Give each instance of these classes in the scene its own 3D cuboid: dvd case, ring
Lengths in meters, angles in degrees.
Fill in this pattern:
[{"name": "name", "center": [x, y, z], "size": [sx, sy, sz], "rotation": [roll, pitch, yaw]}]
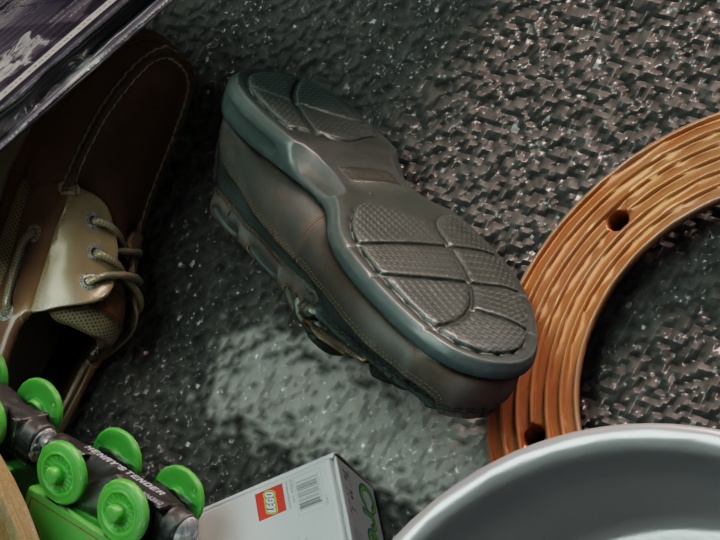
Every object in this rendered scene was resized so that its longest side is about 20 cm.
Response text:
[{"name": "dvd case", "center": [-0.149, -0.071, 1.037], "size": [0.149, 0.016, 0.200], "rotation": [-43, 18, -17]}, {"name": "ring", "center": [0.133, 0.033, 0.880], "size": [0.200, 0.019, 0.201], "rotation": [-14, 58, 24]}]

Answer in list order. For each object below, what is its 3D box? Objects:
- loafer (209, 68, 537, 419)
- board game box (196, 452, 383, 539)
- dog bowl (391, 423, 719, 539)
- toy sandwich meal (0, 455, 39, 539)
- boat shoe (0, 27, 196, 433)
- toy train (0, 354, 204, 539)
[{"name": "loafer", "center": [0.000, 0.000, 0.954], "size": [0.200, 0.072, 0.063], "rotation": [54, 128, 49]}, {"name": "board game box", "center": [-0.040, 0.173, 0.895], "size": [0.126, 0.035, 0.201], "rotation": [-24, 53, 17]}, {"name": "dog bowl", "center": [0.086, 0.150, 0.773], "size": [0.199, 0.079, 0.201], "rotation": [-6, 68, 15]}, {"name": "toy sandwich meal", "center": [-0.178, 0.120, 0.934], "size": [0.205, 0.070, 0.206], "rotation": [20, 119, 41]}, {"name": "boat shoe", "center": [-0.112, 0.004, 1.020], "size": [0.072, 0.076, 0.201], "rotation": [26, 88, 35]}, {"name": "toy train", "center": [-0.134, 0.062, 0.951], "size": [0.200, 0.042, 0.057], "rotation": [28, 112, 32]}]
